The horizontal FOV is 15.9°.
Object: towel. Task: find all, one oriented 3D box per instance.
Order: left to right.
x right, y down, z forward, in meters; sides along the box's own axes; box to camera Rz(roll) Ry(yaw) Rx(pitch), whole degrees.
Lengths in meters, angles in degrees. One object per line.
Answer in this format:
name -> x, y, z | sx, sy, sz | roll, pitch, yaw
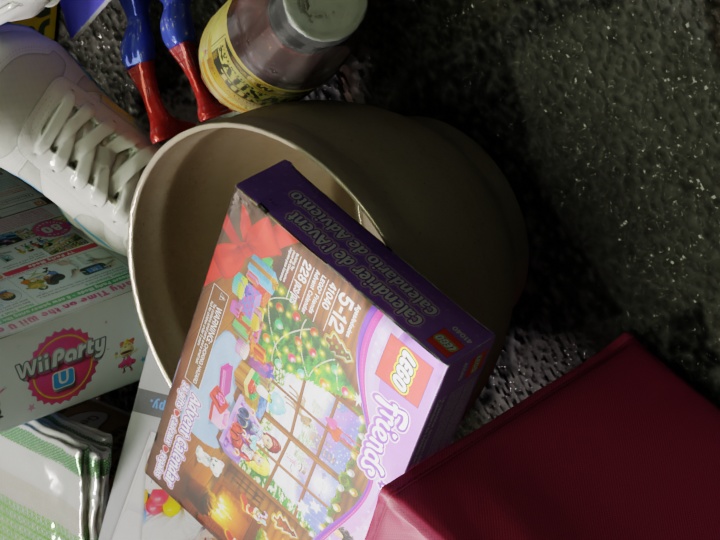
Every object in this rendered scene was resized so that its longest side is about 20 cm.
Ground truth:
towel -> -0.197, 0.161, 1.486 | 0.149, 0.031, 0.201 | 25, 123, 38

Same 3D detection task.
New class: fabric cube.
fabric cube -> 0.117, 0.188, 1.233 | 0.199, 0.196, 0.200 | 41, 136, 23

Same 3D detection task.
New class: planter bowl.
planter bowl -> 0.000, 0.000, 1.290 | 0.200, 0.135, 0.201 | 22, 125, 36

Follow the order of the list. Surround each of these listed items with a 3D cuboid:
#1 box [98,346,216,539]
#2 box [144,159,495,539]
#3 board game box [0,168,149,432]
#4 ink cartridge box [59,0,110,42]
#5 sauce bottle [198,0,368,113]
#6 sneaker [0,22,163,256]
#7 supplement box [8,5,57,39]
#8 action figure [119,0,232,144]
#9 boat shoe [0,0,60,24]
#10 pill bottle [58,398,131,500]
box -> -0.062, 0.132, 1.394 | 0.155, 0.041, 0.201 | 13, 86, 27
box -> -0.024, 0.065, 1.219 | 0.137, 0.039, 0.200 | 39, 134, 21
board game box -> -0.223, 0.013, 1.480 | 0.200, 0.147, 0.065 | 32, 132, 46
ink cartridge box -> -0.151, -0.243, 1.304 | 0.198, 0.043, 0.201 | -37, 66, 57
sauce bottle -> -0.037, -0.117, 1.252 | 0.066, 0.066, 0.200 | 62, 169, -1
sneaker -> -0.149, -0.068, 1.390 | 0.081, 0.077, 0.200 | 26, 171, 33
supplement box -> -0.285, -0.155, 1.506 | 0.200, 0.109, 0.110 | 32, 131, 28
action figure -> -0.119, -0.172, 1.379 | 0.065, 0.052, 0.201 | -20, 92, 43
boat shoe -> -0.177, -0.161, 1.298 | 0.200, 0.074, 0.065 | -7, 151, 45
pill bottle -> -0.126, 0.149, 1.511 | 0.200, 0.114, 0.115 | 18, 123, 37
